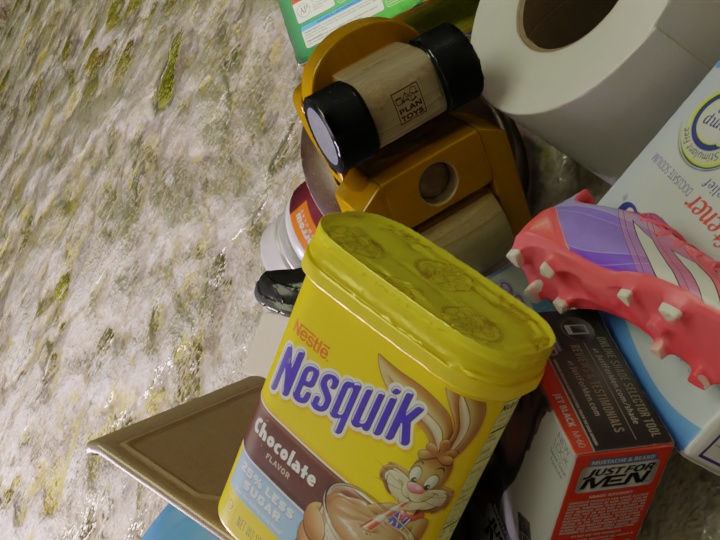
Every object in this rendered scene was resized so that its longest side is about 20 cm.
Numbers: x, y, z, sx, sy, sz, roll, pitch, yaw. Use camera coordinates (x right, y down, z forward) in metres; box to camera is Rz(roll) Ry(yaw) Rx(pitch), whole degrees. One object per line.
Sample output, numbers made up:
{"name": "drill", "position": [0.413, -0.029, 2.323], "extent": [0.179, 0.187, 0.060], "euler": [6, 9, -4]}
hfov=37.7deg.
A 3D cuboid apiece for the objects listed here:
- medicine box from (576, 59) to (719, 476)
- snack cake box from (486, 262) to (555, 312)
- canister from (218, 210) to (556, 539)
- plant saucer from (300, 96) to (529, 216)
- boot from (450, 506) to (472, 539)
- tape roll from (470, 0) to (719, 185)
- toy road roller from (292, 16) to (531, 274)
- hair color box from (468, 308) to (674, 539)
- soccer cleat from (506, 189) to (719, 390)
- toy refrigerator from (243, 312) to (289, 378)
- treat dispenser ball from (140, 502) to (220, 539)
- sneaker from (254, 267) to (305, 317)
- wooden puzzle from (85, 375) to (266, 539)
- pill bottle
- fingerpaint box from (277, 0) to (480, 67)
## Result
{"name": "medicine box", "position": [0.239, -0.007, 0.618], "extent": [0.201, 0.102, 0.183], "euler": [-51, 35, 19]}
{"name": "snack cake box", "position": [0.053, 0.070, 0.751], "extent": [0.115, 0.199, 0.068], "euler": [-42, 81, 33]}
{"name": "canister", "position": [0.006, 0.090, 0.608], "extent": [0.148, 0.086, 0.202], "euler": [35, 115, 28]}
{"name": "plant saucer", "position": [0.050, -0.098, 0.866], "extent": [0.032, 0.197, 0.203], "euler": [122, 159, -65]}
{"name": "boot", "position": [0.062, 0.217, 0.661], "extent": [0.165, 0.065, 0.203], "euler": [156, 112, -75]}
{"name": "tape roll", "position": [0.195, -0.173, 0.755], "extent": [0.202, 0.138, 0.205], "euler": [-32, 45, 40]}
{"name": "toy road roller", "position": [0.027, -0.089, 0.785], "extent": [0.122, 0.202, 0.146], "euler": [-29, 29, -11]}
{"name": "hair color box", "position": [0.116, 0.135, 0.647], "extent": [0.112, 0.063, 0.202], "euler": [-110, 21, -49]}
{"name": "soccer cleat", "position": [0.164, 0.004, 0.569], "extent": [0.076, 0.067, 0.199], "euler": [-43, 35, -16]}
{"name": "toy refrigerator", "position": [-0.021, 0.088, 0.953], "extent": [0.199, 0.075, 0.071], "euler": [2, 71, 55]}
{"name": "treat dispenser ball", "position": [-0.083, 0.256, 0.814], "extent": [0.200, 0.199, 0.203], "euler": [-33, 44, 39]}
{"name": "sneaker", "position": [0.000, 0.000, 0.913], "extent": [0.197, 0.073, 0.083], "euler": [-2, 98, 20]}
{"name": "wooden puzzle", "position": [-0.071, 0.146, 0.774], "extent": [0.198, 0.184, 0.038], "euler": [21, 111, 29]}
{"name": "pill bottle", "position": [0.002, -0.055, 0.976], "extent": [0.199, 0.113, 0.115], "euler": [-37, 41, 36]}
{"name": "fingerpaint box", "position": [0.052, -0.239, 0.921], "extent": [0.198, 0.166, 0.074], "euler": [-22, 82, 22]}
